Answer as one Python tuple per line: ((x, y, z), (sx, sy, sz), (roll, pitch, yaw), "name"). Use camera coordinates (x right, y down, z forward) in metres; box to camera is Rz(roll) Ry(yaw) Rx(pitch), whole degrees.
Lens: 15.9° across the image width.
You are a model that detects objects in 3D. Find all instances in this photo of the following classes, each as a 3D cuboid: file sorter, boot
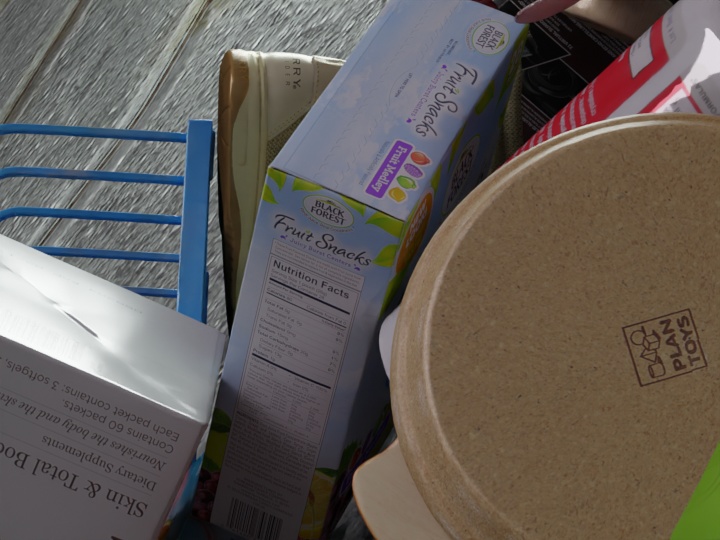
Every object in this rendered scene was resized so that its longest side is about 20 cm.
((-0.138, 0.029, 1.312), (0.200, 0.122, 0.140), (101, 171, -65), "file sorter")
((0.008, -0.023, 1.277), (0.073, 0.154, 0.201), (-102, 10, -54), "boot")

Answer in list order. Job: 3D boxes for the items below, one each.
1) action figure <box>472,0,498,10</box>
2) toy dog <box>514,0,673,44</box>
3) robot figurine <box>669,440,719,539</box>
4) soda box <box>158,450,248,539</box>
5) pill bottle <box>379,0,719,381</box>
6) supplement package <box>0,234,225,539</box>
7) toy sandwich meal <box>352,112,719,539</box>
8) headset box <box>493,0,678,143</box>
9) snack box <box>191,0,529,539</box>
((0.085, -0.196, 1.248), (0.148, 0.134, 0.201), (4, 61, 15), "action figure")
((0.099, -0.152, 1.045), (0.200, 0.096, 0.133), (109, 179, -74), "toy dog")
((0.160, 0.057, 0.712), (0.201, 0.116, 0.175), (-58, 20, -22), "robot figurine")
((-0.079, 0.175, 1.150), (0.064, 0.068, 0.201), (-47, 16, 43), "soda box")
((0.103, -0.010, 0.996), (0.200, 0.112, 0.113), (-42, 19, 26), "pill bottle")
((-0.166, 0.104, 1.092), (0.151, 0.151, 0.201), (-91, 25, -77), "supplement package")
((0.100, 0.044, 0.861), (0.206, 0.204, 0.070), (-57, -20, -17), "toy sandwich meal")
((0.108, -0.154, 1.333), (0.200, 0.077, 0.149), (-38, 22, 33), "headset box")
((0.000, 0.000, 1.131), (0.169, 0.067, 0.201), (-58, -15, -49), "snack box")
